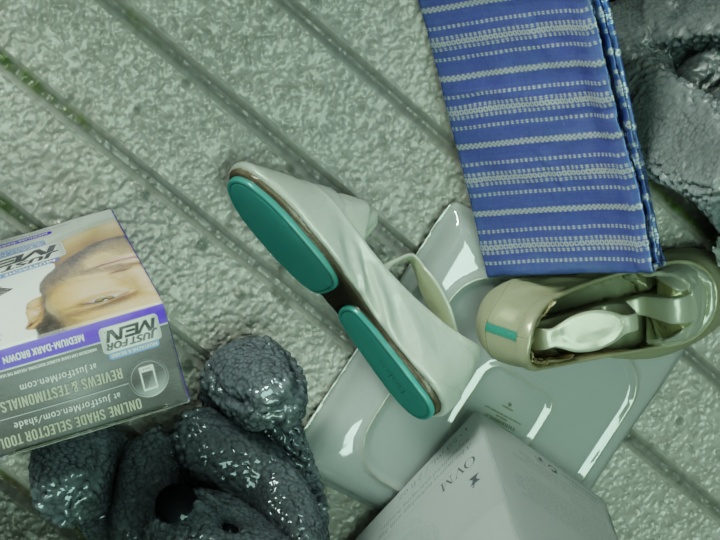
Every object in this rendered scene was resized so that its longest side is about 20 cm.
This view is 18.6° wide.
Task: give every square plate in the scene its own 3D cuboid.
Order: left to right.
[{"bbox_3d":[0.085,0.088,1.409,0.199,0.028,0.199,31,97,-22],"label":"square plate"}]

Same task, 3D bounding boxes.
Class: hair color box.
[{"bbox_3d":[-0.169,0.030,1.226,0.109,0.200,0.065,-16,111,-10],"label":"hair color box"}]

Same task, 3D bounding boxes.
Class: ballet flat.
[{"bbox_3d":[0.000,0.000,1.337,0.069,0.069,0.200,-40,99,-1],"label":"ballet flat"},{"bbox_3d":[0.168,0.027,1.371,0.199,0.069,0.070,-11,110,-26],"label":"ballet flat"}]

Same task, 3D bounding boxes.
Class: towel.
[{"bbox_3d":[0.101,-0.091,1.292,0.024,0.144,0.201,-25,105,-40],"label":"towel"}]

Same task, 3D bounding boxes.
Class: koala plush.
[{"bbox_3d":[-0.081,0.172,1.280,0.176,0.200,0.185,-24,112,-2],"label":"koala plush"},{"bbox_3d":[0.245,-0.086,1.349,0.200,0.183,0.178,34,81,-42],"label":"koala plush"}]

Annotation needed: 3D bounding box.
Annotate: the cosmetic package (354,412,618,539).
[{"bbox_3d":[0.063,0.232,1.332,0.123,0.200,0.200,35,107,-23],"label":"cosmetic package"}]
